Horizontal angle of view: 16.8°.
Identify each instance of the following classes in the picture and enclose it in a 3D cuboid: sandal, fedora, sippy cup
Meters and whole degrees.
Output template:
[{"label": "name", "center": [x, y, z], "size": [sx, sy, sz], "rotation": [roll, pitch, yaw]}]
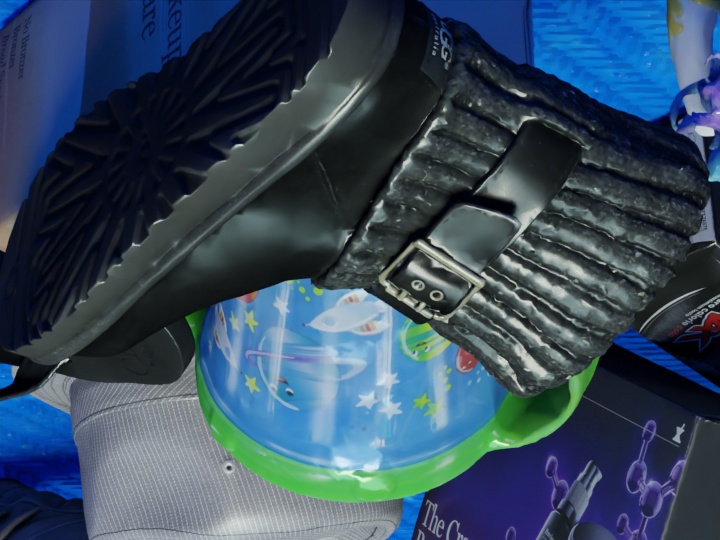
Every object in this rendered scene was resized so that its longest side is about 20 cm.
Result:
[{"label": "sandal", "center": [-0.154, 0.025, 1.002], "size": [0.199, 0.045, 0.075], "rotation": [4, 138, 42]}, {"label": "fedora", "center": [-0.059, 0.088, 1.100], "size": [0.199, 0.091, 0.177], "rotation": [4, 161, -15]}, {"label": "sippy cup", "center": [0.000, 0.000, 0.965], "size": [0.177, 0.140, 0.131], "rotation": [-7, 138, -9]}]

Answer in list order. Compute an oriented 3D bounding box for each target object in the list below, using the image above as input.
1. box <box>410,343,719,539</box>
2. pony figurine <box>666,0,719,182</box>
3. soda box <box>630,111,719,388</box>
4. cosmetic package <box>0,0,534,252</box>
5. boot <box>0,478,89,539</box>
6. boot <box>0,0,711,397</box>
[{"label": "box", "center": [0.103, 0.109, 1.037], "size": [0.079, 0.142, 0.200], "rotation": [17, -176, -25]}, {"label": "pony figurine", "center": [0.177, -0.067, 0.784], "size": [0.166, 0.201, 0.193], "rotation": [8, 148, -30]}, {"label": "soda box", "center": [0.174, 0.011, 1.036], "size": [0.063, 0.071, 0.200], "rotation": [-25, 142, 32]}, {"label": "cosmetic package", "center": [-0.040, -0.076, 0.857], "size": [0.087, 0.104, 0.200], "rotation": [27, 136, -35]}, {"label": "boot", "center": [-0.124, 0.129, 1.211], "size": [0.131, 0.070, 0.200], "rotation": [14, -171, 32]}, {"label": "boot", "center": [-0.007, -0.006, 0.796], "size": [0.157, 0.080, 0.211], "rotation": [28, 137, -32]}]
